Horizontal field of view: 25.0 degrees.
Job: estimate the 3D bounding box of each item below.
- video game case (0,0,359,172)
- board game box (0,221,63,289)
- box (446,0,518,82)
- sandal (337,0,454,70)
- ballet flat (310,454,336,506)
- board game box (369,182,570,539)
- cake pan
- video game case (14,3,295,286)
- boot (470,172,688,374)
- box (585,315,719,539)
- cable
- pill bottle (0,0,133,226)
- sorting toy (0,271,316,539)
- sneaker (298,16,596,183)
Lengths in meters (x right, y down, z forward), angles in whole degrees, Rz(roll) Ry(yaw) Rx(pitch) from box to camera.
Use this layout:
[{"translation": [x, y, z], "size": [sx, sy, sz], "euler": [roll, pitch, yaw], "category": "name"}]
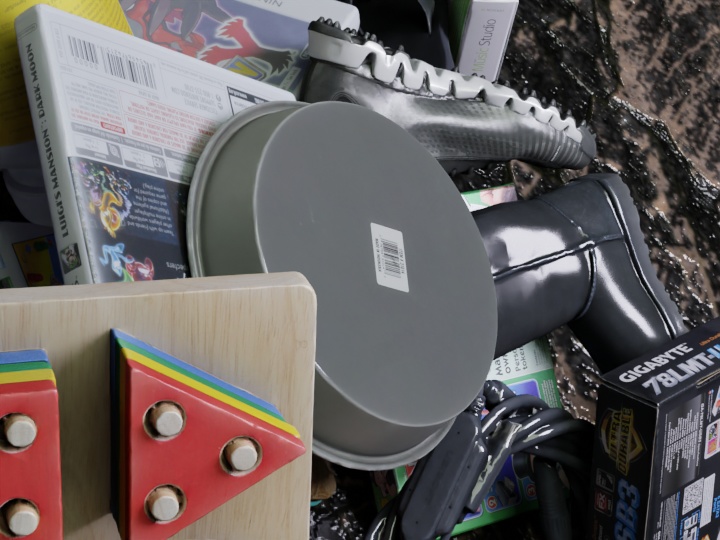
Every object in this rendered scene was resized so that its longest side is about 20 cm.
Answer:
[{"translation": [-0.123, -0.117, 0.981], "size": [0.182, 0.023, 0.200], "euler": [19, 54, 16], "category": "video game case"}, {"translation": [-0.167, 0.048, 0.887], "size": [0.200, 0.040, 0.153], "euler": [3, 59, -29], "category": "board game box"}, {"translation": [0.076, -0.217, 1.150], "size": [0.036, 0.144, 0.200], "euler": [3, 57, -6], "category": "box"}, {"translation": [0.024, -0.165, 1.090], "size": [0.043, 0.076, 0.200], "euler": [55, 9, -33], "category": "sandal"}, {"translation": [-0.095, 0.066, 0.827], "size": [0.200, 0.072, 0.068], "euler": [16, 13, -17], "category": "ballet flat"}, {"translation": [0.055, 0.055, 0.984], "size": [0.134, 0.029, 0.200], "euler": [-10, 88, -32], "category": "board game box"}, {"translation": [0.000, 0.000, 0.824], "size": [0.200, 0.037, 0.200], "euler": [25, 54, -38], "category": "cake pan"}, {"translation": [-0.080, -0.026, 0.809], "size": [0.200, 0.023, 0.182], "euler": [13, 57, -55], "category": "video game case"}, {"translation": [0.093, 0.040, 0.953], "size": [0.200, 0.066, 0.165], "euler": [-18, 84, -36], "category": "boot"}, {"translation": [0.215, 0.127, 0.982], "size": [0.198, 0.200, 0.050], "euler": [-22, 33, -40], "category": "box"}, {"translation": [0.068, 0.166, 0.916], "size": [0.163, 0.051, 0.200], "euler": [33, 76, -45], "category": "cable"}, {"translation": [-0.178, -0.124, 0.835], "size": [0.112, 0.112, 0.200], "euler": [-61, 142, -41], "category": "pill bottle"}, {"translation": [-0.111, 0.111, 0.682], "size": [0.199, 0.200, 0.070], "euler": [-4, 19, -17], "category": "sorting toy"}, {"translation": [0.047, -0.081, 0.983], "size": [0.200, 0.066, 0.091], "euler": [16, 97, -23], "category": "sneaker"}]
